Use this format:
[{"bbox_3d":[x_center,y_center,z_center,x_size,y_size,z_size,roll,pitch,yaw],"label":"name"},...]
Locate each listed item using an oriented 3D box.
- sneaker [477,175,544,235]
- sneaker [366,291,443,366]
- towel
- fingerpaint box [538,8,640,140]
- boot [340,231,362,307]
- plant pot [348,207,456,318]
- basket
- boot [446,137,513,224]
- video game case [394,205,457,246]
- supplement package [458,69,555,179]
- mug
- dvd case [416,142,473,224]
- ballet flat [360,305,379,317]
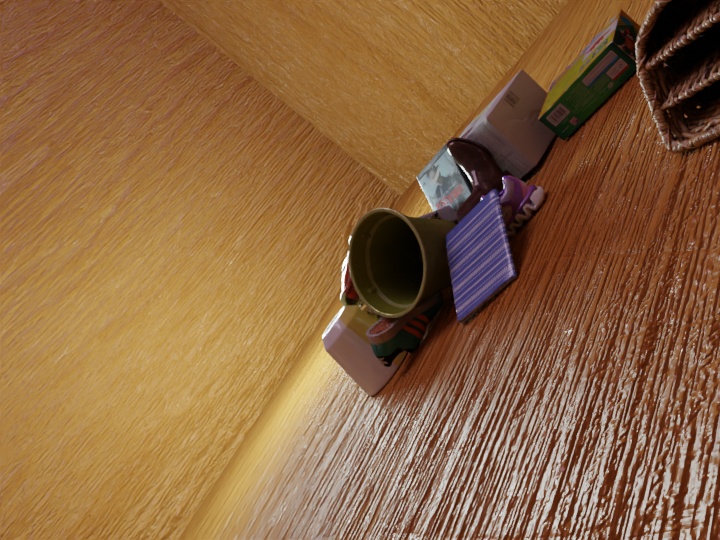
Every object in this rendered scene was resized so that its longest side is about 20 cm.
[{"bbox_3d":[0.238,-0.089,1.238,0.201,0.088,0.081,-53,6,18],"label":"sneaker"},{"bbox_3d":[0.094,0.111,1.333,0.199,0.081,0.071,-32,22,-33],"label":"sneaker"},{"bbox_3d":[0.201,-0.026,1.155,0.145,0.024,0.203,-48,31,39],"label":"towel"},{"bbox_3d":[0.445,-0.373,1.316,0.200,0.073,0.168,-48,8,44],"label":"fingerpaint box"},{"bbox_3d":[0.000,0.000,1.420,0.201,0.074,0.109,108,172,-56],"label":"boot"},{"bbox_3d":[0.108,-0.025,1.318,0.182,0.202,0.201,-10,-28,-43],"label":"plant pot"},{"bbox_3d":[0.369,-0.241,0.717,0.150,0.142,0.200,-53,5,-10],"label":"basket"},{"bbox_3d":[0.216,-0.157,1.362,0.201,0.185,0.065,-54,-3,-37],"label":"boot"},{"bbox_3d":[0.106,-0.044,1.516,0.179,0.046,0.201,-25,-23,-30],"label":"video game case"},{"bbox_3d":[0.308,-0.282,1.495,0.192,0.147,0.200,-52,5,-33],"label":"supplement package"},{"bbox_3d":[0.013,0.138,1.425,0.188,0.152,0.149,-55,4,-22],"label":"mug"},{"bbox_3d":[0.202,-0.154,1.495,0.022,0.203,0.146,-17,-14,-29],"label":"dvd case"},{"bbox_3d":[0.040,0.054,1.590,0.201,0.067,0.068,-55,-4,-46],"label":"ballet flat"}]
